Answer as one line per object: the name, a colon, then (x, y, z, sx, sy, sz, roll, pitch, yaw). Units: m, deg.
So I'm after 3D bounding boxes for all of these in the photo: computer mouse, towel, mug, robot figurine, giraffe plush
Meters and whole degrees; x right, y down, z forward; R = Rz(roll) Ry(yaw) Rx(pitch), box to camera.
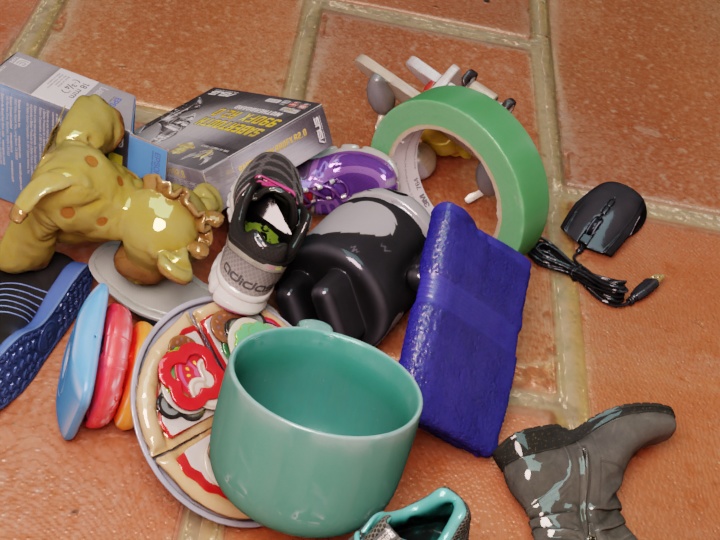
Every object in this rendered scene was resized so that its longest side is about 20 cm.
computer mouse: (0.295, -0.040, 1.226, 0.140, 0.046, 0.200, 36, 47, 23)
towel: (0.088, 0.056, 0.976, 0.147, 0.049, 0.201, 32, 62, -41)
mug: (-0.032, 0.126, 0.840, 0.152, 0.115, 0.185, 25, 25, 19)
robot figurine: (-0.002, -0.001, 1.048, 0.150, 0.125, 0.200, 32, 41, 11)
giraffe plush: (-0.208, -0.054, 0.954, 0.162, 0.200, 0.173, 28, 69, -14)

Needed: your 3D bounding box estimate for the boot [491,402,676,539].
boot: (0.218, 0.198, 0.961, 0.199, 0.068, 0.131, -9, 61, -26)

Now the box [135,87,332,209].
box: (-0.152, -0.132, 1.132, 0.158, 0.049, 0.200, -34, 32, -30)

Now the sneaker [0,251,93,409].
sneaker: (-0.317, 0.049, 0.966, 0.078, 0.070, 0.200, 17, 36, 8)

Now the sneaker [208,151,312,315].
sneaker: (-0.079, -0.052, 0.968, 0.074, 0.088, 0.200, 28, 39, -14)

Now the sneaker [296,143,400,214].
sneaker: (-0.057, -0.083, 1.136, 0.199, 0.081, 0.083, -1, 21, 13)

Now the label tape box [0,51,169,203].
label tape box: (-0.274, -0.114, 1.087, 0.199, 0.145, 0.063, 21, 41, 7)

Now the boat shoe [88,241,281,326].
boat shoe: (-0.166, 0.038, 1.018, 0.199, 0.060, 0.076, 29, 58, 12)

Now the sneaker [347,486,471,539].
sneaker: (0.001, 0.214, 0.780, 0.199, 0.091, 0.078, -23, 51, -31)

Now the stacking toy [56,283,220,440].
stacking toy: (-0.157, 0.095, 0.943, 0.199, 0.110, 0.117, 12, 58, -18)

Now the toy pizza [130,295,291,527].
toy pizza: (-0.098, 0.113, 0.907, 0.200, 0.032, 0.201, 18, 59, -32)

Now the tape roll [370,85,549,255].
tape roll: (0.098, -0.088, 1.113, 0.200, 0.201, 0.048, 38, 48, 24)

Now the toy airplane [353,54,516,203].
toy airplane: (0.091, -0.164, 1.236, 0.199, 0.141, 0.200, 28, 16, -29)
